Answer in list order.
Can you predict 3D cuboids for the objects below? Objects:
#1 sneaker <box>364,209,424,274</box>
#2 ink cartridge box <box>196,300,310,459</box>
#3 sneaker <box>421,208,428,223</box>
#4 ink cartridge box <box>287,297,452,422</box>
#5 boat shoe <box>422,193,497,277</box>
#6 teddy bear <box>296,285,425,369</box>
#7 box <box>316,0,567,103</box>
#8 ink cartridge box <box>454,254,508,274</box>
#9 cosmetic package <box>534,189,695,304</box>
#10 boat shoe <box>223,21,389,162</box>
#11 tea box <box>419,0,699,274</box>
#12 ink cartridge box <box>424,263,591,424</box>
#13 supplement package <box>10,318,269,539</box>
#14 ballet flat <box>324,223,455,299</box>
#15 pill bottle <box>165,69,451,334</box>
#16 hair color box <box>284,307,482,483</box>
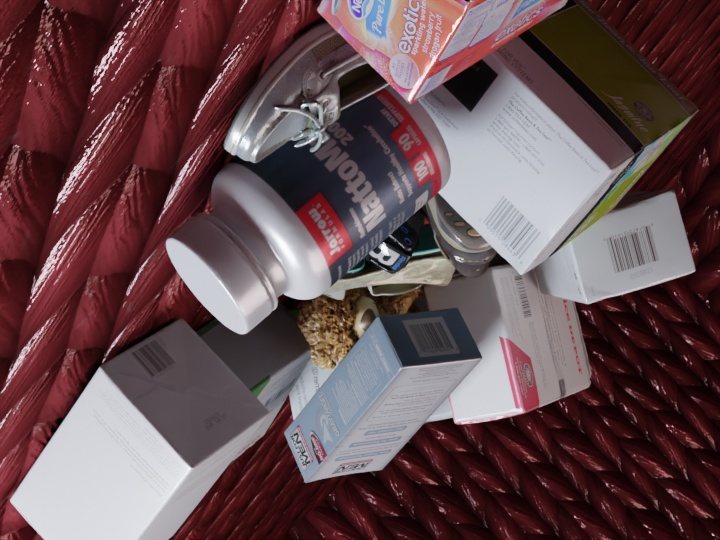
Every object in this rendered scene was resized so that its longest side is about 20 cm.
[{"bbox_3d":[-0.012,-0.035,1.410,0.200,0.112,0.073,-34,164,-48],"label":"sneaker"},{"bbox_3d":[-0.143,0.127,1.611,0.145,0.087,0.200,-37,164,-35],"label":"ink cartridge box"},{"bbox_3d":[0.112,-0.072,1.605,0.198,0.086,0.077,-10,150,-9],"label":"sneaker"},{"bbox_3d":[0.025,0.094,1.734,0.198,0.148,0.083,-13,174,17],"label":"ink cartridge box"},{"bbox_3d":[0.076,-0.075,1.448,0.074,0.201,0.074,-2,136,-7],"label":"boat shoe"},{"bbox_3d":[0.018,0.039,1.591,0.146,0.066,0.200,-62,154,1],"label":"teddy bear"},{"bbox_3d":[0.078,-0.212,1.117,0.200,0.095,0.103,-36,167,-41],"label":"box"},{"bbox_3d":[0.130,-0.061,1.726,0.198,0.084,0.145,-12,160,-12],"label":"ink cartridge box"},{"bbox_3d":[0.232,-0.024,1.569,0.112,0.082,0.200,-16,-175,-6],"label":"cosmetic package"},{"bbox_3d":[-0.011,-0.135,1.153,0.202,0.065,0.075,-39,168,-30],"label":"boat shoe"},{"bbox_3d":[0.142,-0.135,1.374,0.196,0.200,0.134,-30,163,-51],"label":"tea box"},{"bbox_3d":[0.154,0.067,1.680,0.084,0.147,0.199,-14,177,29],"label":"ink cartridge box"},{"bbox_3d":[-0.196,0.164,1.449,0.200,0.120,0.121,-52,169,35],"label":"supplement package"},{"bbox_3d":[0.000,0.000,1.493,0.198,0.068,0.063,-4,129,-18],"label":"ballet flat"},{"bbox_3d":[-0.040,-0.050,1.219,0.200,0.120,0.120,-42,170,-17],"label":"pill bottle"},{"bbox_3d":[0.019,0.119,1.557,0.098,0.061,0.200,-4,145,-37],"label":"hair color box"}]
